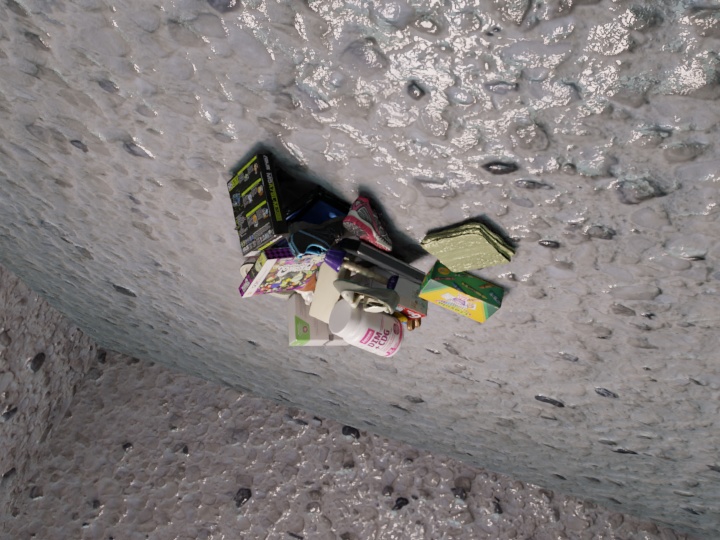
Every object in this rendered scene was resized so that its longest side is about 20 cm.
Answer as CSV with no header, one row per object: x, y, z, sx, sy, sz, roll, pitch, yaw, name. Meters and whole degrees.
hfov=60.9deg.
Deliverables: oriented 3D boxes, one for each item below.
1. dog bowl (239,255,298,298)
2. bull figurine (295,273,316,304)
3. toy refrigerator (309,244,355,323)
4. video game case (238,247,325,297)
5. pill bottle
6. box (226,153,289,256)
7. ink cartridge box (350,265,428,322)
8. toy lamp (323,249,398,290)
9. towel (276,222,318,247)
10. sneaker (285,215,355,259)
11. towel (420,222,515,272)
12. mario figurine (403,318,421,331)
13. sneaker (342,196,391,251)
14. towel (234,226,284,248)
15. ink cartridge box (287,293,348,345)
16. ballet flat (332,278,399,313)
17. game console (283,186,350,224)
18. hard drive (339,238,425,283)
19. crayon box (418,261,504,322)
-0.268,0.004,1.886,0.196,0.075,0.201,16,154,8,dog bowl
-0.170,0.017,1.767,0.119,0.066,0.203,-9,133,-23,bull figurine
-0.076,0.035,1.680,0.074,0.070,0.204,20,112,13,toy refrigerator
-0.199,0.000,1.599,0.197,0.036,0.181,-8,152,-40,video game case
0.016,0.156,1.671,0.198,0.116,0.112,25,156,-35,pill bottle
-0.249,-0.152,1.465,0.047,0.198,0.199,-7,171,-34,box
0.065,0.076,1.728,0.197,0.086,0.174,22,157,-27,ink cartridge box
0.000,0.000,1.572,0.196,0.059,0.058,23,154,0,toy lamp
-0.138,-0.082,1.559,0.143,0.024,0.198,-19,165,33,towel
-0.085,-0.075,1.462,0.196,0.083,0.073,-12,156,-29,sneaker
0.251,-0.053,1.440,0.147,0.037,0.198,36,149,-29,towel
0.085,0.159,1.879,0.196,0.108,0.124,7,154,30,mario figurine
0.032,-0.103,1.473,0.079,0.076,0.200,18,169,28,sneaker
-0.261,-0.088,1.675,0.141,0.023,0.200,23,-178,1,towel
-0.123,0.155,1.905,0.195,0.149,0.084,3,161,-23,ink cartridge box
0.005,0.068,1.566,0.196,0.065,0.068,10,153,27,ballet flat
-0.130,-0.113,1.523,0.117,0.175,0.199,54,148,-3,game console
0.053,-0.026,1.561,0.197,0.034,0.139,25,178,-23,hard drive
0.263,0.059,1.615,0.196,0.059,0.119,22,154,-3,crayon box
